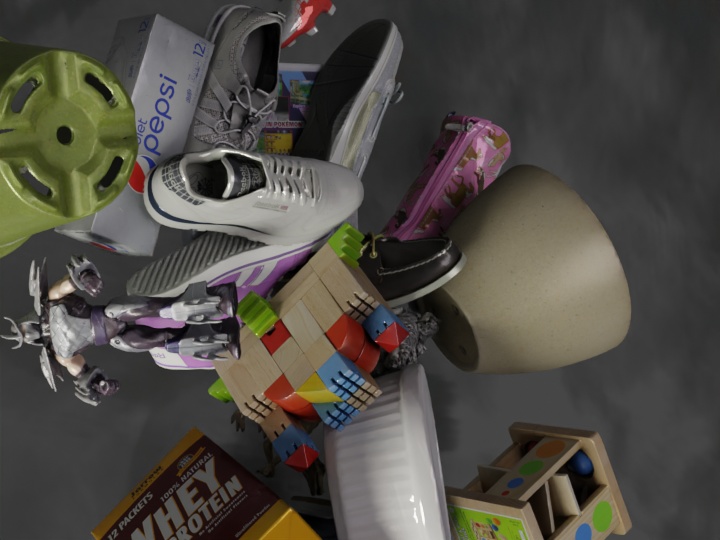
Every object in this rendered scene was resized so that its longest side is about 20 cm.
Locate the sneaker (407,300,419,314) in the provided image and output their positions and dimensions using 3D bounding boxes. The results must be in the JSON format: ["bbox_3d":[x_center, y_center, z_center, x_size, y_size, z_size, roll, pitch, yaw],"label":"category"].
[{"bbox_3d":[0.132,0.051,1.576,0.199,0.070,0.091,-2,89,-43],"label":"sneaker"}]

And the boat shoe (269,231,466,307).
[{"bbox_3d":[0.000,0.000,1.382,0.061,0.200,0.072,64,29,-19],"label":"boat shoe"}]

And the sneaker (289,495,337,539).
[{"bbox_3d":[-0.005,0.296,1.465,0.200,0.070,0.109,33,68,-40],"label":"sneaker"}]

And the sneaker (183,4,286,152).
[{"bbox_3d":[-0.115,-0.143,1.322,0.074,0.082,0.201,14,82,-39],"label":"sneaker"}]

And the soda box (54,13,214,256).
[{"bbox_3d":[-0.195,-0.116,1.293,0.068,0.063,0.201,23,76,-40],"label":"soda box"}]

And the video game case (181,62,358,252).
[{"bbox_3d":[-0.085,-0.105,1.417,0.199,0.023,0.183,-4,94,-40],"label":"video game case"}]

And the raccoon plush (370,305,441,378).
[{"bbox_3d":[0.050,0.101,1.463,0.200,0.134,0.097,41,65,-34],"label":"raccoon plush"}]

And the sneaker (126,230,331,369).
[{"bbox_3d":[-0.109,0.019,1.353,0.200,0.073,0.115,-25,124,-17],"label":"sneaker"}]

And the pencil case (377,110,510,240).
[{"bbox_3d":[0.077,-0.067,1.519,0.086,0.083,0.200,43,65,-26],"label":"pencil case"}]

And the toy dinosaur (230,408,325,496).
[{"bbox_3d":[-0.066,0.129,1.410,0.101,0.058,0.201,-21,128,-38],"label":"toy dinosaur"}]

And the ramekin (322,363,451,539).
[{"bbox_3d":[0.025,0.189,1.342,0.094,0.202,0.204,-9,100,4],"label":"ramekin"}]

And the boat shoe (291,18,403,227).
[{"bbox_3d":[-0.008,-0.142,1.423,0.065,0.074,0.203,30,76,-43],"label":"boat shoe"}]

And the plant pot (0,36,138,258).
[{"bbox_3d":[-0.270,-0.100,1.146,0.199,0.189,0.201,-1,92,-40],"label":"plant pot"}]

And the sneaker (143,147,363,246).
[{"bbox_3d":[-0.080,-0.068,1.269,0.199,0.080,0.077,-3,74,-28],"label":"sneaker"}]

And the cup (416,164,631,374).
[{"bbox_3d":[0.138,0.020,1.429,0.143,0.200,0.201,-29,110,-20],"label":"cup"}]

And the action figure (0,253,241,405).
[{"bbox_3d":[-0.201,0.044,1.245,0.199,0.069,0.131,-4,121,-1],"label":"action figure"}]

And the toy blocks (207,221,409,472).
[{"bbox_3d":[-0.037,0.077,1.290,0.200,0.137,0.100,-45,136,7],"label":"toy blocks"}]

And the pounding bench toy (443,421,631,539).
[{"bbox_3d":[0.205,0.284,1.611,0.156,0.124,0.201,-36,114,-35],"label":"pounding bench toy"}]

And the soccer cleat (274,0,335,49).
[{"bbox_3d":[-0.052,-0.297,1.416,0.085,0.068,0.201,38,64,-25],"label":"soccer cleat"}]

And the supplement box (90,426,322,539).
[{"bbox_3d":[-0.093,0.272,1.284,0.133,0.200,0.197,-45,120,-11],"label":"supplement box"}]
